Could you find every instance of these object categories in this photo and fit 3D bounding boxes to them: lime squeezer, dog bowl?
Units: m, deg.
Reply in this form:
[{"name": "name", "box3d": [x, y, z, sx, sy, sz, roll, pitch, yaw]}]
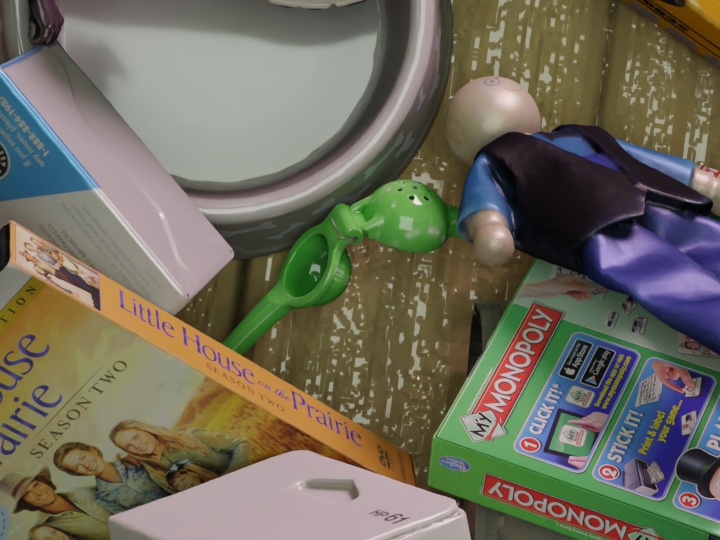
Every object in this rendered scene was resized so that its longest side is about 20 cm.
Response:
[{"name": "lime squeezer", "box3d": [0.000, 0.000, 0.988, 0.200, 0.071, 0.038, -24, 56, -4]}, {"name": "dog bowl", "box3d": [-0.058, -0.105, 0.985, 0.200, 0.059, 0.201, 0, 87, -3]}]

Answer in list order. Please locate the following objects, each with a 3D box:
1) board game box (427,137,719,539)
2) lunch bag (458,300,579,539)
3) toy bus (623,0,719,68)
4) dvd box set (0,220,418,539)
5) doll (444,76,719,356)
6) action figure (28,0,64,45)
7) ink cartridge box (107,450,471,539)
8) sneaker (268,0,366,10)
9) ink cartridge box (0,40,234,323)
[{"name": "board game box", "box3d": [0.125, 0.031, 0.924, 0.134, 0.029, 0.200, 18, 44, 15]}, {"name": "lunch bag", "box3d": [0.121, 0.103, 0.951, 0.164, 0.118, 0.200, 4, 54, 1]}, {"name": "toy bus", "box3d": [0.102, -0.162, 0.985, 0.200, 0.078, 0.065, 35, 87, -1]}, {"name": "dvd box set", "box3d": [-0.098, 0.081, 0.916, 0.200, 0.029, 0.146, 33, 115, -29]}, {"name": "doll", "box3d": [0.105, -0.020, 0.918, 0.136, 0.200, 0.049, -15, 126, -38]}, {"name": "action figure", "box3d": [-0.163, -0.069, 0.853, 0.069, 0.130, 0.200, 26, 47, -38]}, {"name": "ink cartridge box", "box3d": [-0.010, 0.176, 0.838, 0.084, 0.144, 0.200, -15, 100, -25]}, {"name": "sneaker", "box3d": [-0.052, -0.143, 0.914, 0.199, 0.086, 0.078, -2, 88, -3]}, {"name": "ink cartridge box", "box3d": [-0.165, 0.016, 0.945, 0.200, 0.068, 0.115, -38, 95, 20]}]
